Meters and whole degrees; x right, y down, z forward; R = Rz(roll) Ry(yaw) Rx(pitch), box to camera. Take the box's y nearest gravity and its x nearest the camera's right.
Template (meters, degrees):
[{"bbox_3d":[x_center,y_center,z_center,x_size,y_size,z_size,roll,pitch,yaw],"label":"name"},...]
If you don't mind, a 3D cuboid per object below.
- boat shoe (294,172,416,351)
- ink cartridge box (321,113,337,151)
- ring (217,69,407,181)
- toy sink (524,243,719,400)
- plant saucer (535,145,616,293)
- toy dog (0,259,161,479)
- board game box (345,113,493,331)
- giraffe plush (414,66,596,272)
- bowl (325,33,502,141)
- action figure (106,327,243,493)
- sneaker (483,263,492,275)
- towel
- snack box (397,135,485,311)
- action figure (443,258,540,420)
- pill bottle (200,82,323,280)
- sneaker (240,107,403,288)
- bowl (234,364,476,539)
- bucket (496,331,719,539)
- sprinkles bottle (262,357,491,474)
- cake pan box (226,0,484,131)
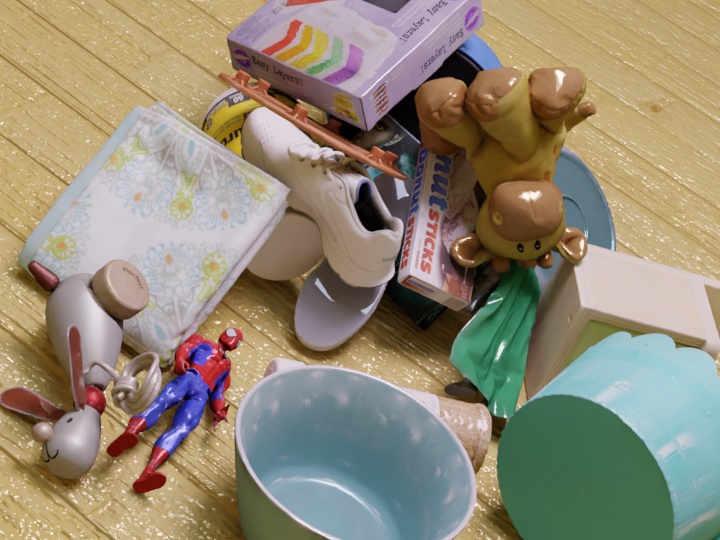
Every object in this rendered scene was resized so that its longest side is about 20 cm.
[{"bbox_3d":[0.000,0.000,1.566,0.073,0.065,0.200,30,66,9],"label":"boat shoe"},{"bbox_3d":[0.067,-0.173,1.837,0.199,0.083,0.147,17,36,-10],"label":"ink cartridge box"},{"bbox_3d":[-0.041,-0.138,1.523,0.200,0.019,0.200,30,6,-3],"label":"ring"},{"bbox_3d":[0.273,0.076,1.593,0.199,0.131,0.112,16,36,-13],"label":"toy sink"},{"bbox_3d":[0.207,-0.045,1.696,0.200,0.027,0.201,17,65,-42],"label":"plant saucer"},{"bbox_3d":[-0.239,0.063,1.333,0.096,0.132,0.200,33,19,-27],"label":"toy dog"},{"bbox_3d":[0.043,-0.054,1.639,0.200,0.135,0.028,44,-3,26],"label":"board game box"},{"bbox_3d":[0.141,-0.085,1.529,0.172,0.163,0.200,-7,-12,20],"label":"giraffe plush"},{"bbox_3d":[0.060,-0.167,1.722,0.200,0.201,0.039,21,32,-4],"label":"bowl"},{"bbox_3d":[-0.143,0.104,1.376,0.066,0.052,0.200,52,31,-14],"label":"action figure"},{"bbox_3d":[0.152,-0.052,1.712,0.199,0.105,0.075,1,37,-30],"label":"sneaker"},{"bbox_3d":[-0.182,-0.038,1.465,0.171,0.048,0.200,32,75,15],"label":"towel"},{"bbox_3d":[0.083,-0.063,1.570,0.072,0.024,0.201,25,57,-24],"label":"snack box"},{"bbox_3d":[0.132,0.050,1.557,0.118,0.054,0.200,56,41,-33],"label":"action figure"},{"bbox_3d":[-0.091,-0.085,1.607,0.111,0.112,0.200,7,39,-22],"label":"pill bottle"},{"bbox_3d":[-0.028,-0.080,1.490,0.200,0.087,0.074,46,53,10],"label":"sneaker"},{"bbox_3d":[-0.019,0.180,1.307,0.200,0.105,0.201,16,36,-12],"label":"bowl"},{"bbox_3d":[0.223,0.165,1.392,0.207,0.208,0.135,41,41,23],"label":"bucket"},{"bbox_3d":[0.012,0.129,1.425,0.199,0.068,0.068,13,36,-15],"label":"sprinkles bottle"},{"bbox_3d":[-0.002,-0.242,1.640,0.184,0.052,0.200,30,60,30],"label":"cake pan box"}]
